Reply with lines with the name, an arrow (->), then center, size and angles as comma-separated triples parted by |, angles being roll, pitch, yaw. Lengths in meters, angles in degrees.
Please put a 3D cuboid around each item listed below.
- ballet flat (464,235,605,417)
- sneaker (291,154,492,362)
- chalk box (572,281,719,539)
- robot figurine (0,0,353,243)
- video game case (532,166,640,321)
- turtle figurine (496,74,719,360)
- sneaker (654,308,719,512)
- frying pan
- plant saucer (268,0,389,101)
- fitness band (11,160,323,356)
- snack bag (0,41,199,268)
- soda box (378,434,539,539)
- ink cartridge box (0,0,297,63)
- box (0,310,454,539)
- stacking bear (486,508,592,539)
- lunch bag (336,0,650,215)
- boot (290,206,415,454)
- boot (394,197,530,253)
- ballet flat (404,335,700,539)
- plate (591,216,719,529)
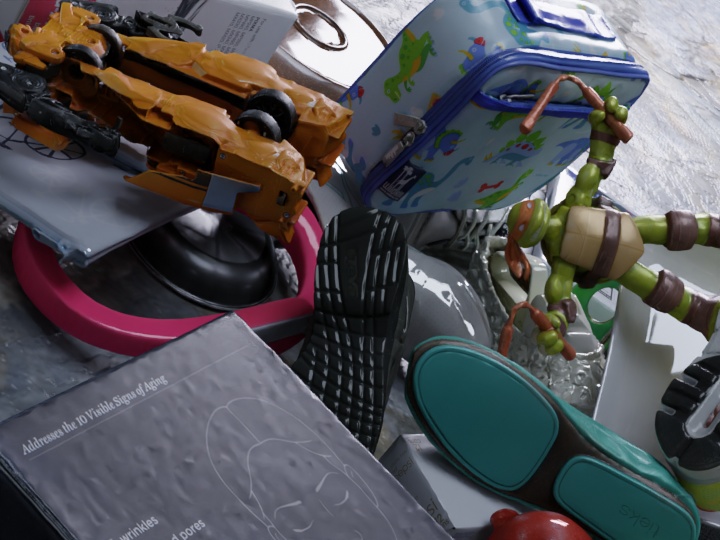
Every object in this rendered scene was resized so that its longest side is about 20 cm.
ballet flat -> 0.114, 0.032, 1.171 | 0.071, 0.072, 0.200 | 22, 15, -27
sneaker -> 0.000, 0.000, 1.129 | 0.200, 0.071, 0.080 | 45, 26, 14
chalk box -> 0.224, 0.077, 1.223 | 0.200, 0.125, 0.123 | 48, 31, 14
robot figurine -> -0.112, -0.090, 0.999 | 0.198, 0.059, 0.145 | 21, 34, 7
video game case -> 0.228, 0.012, 1.423 | 0.199, 0.023, 0.183 | 34, 30, -7
turtle figurine -> 0.151, -0.006, 1.081 | 0.159, 0.202, 0.064 | 16, -11, -10
sneaker -> 0.243, 0.061, 1.054 | 0.078, 0.091, 0.200 | 30, 64, 35
frying pan -> -0.078, -0.031, 1.135 | 0.115, 0.031, 0.189 | 48, 34, 15
plant saucer -> -0.040, -0.179, 1.376 | 0.199, 0.035, 0.201 | 27, 32, -19
fitness band -> -0.105, -0.006, 1.027 | 0.198, 0.038, 0.144 | -9, 52, -37
snack bag -> -0.166, -0.083, 1.037 | 0.188, 0.022, 0.199 | 31, 35, 22
soda box -> 0.089, 0.140, 1.046 | 0.199, 0.064, 0.068 | 5, 43, -46
ink cartridge box -> -0.162, -0.210, 1.224 | 0.198, 0.085, 0.146 | 8, 41, -38
box -> -0.072, 0.148, 0.792 | 0.197, 0.124, 0.200 | 47, 31, 11
stacking bear -> 0.144, 0.205, 0.954 | 0.199, 0.114, 0.122 | 36, 29, -11
lunch bag -> 0.085, -0.109, 1.144 | 0.199, 0.161, 0.083 | -1, 54, -53
boot -> -0.005, 0.074, 1.005 | 0.067, 0.131, 0.202 | 13, 71, 13
boot -> 0.075, -0.043, 1.272 | 0.095, 0.074, 0.200 | 31, 28, 2
ballet flat -> 0.103, 0.101, 1.001 | 0.199, 0.068, 0.070 | 34, 6, -9
plate -> 0.242, 0.083, 1.110 | 0.197, 0.032, 0.202 | 20, 57, -5
